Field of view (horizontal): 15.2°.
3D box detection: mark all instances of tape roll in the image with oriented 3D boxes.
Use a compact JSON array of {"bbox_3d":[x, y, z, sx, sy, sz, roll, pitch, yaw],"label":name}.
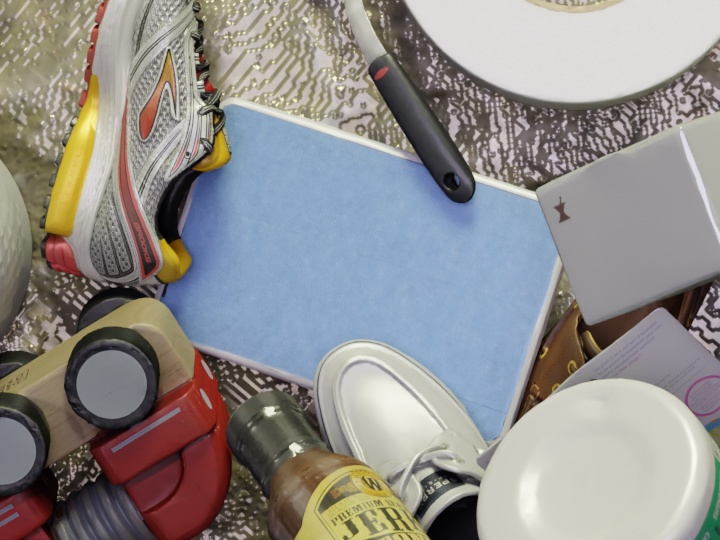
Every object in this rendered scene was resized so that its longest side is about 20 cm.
[{"bbox_3d":[0.108,-0.183,1.374,0.201,0.037,0.205,0,88,4],"label":"tape roll"}]

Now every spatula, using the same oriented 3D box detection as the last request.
[{"bbox_3d":[0.005,-0.120,1.366,0.056,0.020,0.201,-38,74,35],"label":"spatula"}]

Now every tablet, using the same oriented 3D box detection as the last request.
[{"bbox_3d":[0.000,0.000,1.370,0.199,0.014,0.131,18,89,13],"label":"tablet"}]

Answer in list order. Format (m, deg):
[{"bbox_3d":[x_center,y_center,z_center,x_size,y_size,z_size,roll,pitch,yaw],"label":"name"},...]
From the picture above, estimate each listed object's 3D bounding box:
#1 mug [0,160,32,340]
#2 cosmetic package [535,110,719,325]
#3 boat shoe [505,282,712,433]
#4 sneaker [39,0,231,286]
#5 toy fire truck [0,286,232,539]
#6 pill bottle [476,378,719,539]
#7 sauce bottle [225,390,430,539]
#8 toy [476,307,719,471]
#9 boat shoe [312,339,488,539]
[{"bbox_3d":[-0.243,-0.039,1.317,0.146,0.175,0.202,7,88,3],"label":"mug"},{"bbox_3d":[0.191,-0.042,1.279,0.199,0.101,0.072,-18,86,-41],"label":"cosmetic package"},{"bbox_3d":[0.119,0.051,1.348,0.072,0.068,0.201,27,90,4],"label":"boat shoe"},{"bbox_3d":[-0.096,-0.088,1.363,0.082,0.078,0.202,16,98,9],"label":"sneaker"},{"bbox_3d":[-0.129,0.139,1.345,0.175,0.129,0.201,-31,105,5],"label":"toy fire truck"},{"bbox_3d":[0.142,0.146,1.236,0.112,0.200,0.114,-17,50,21],"label":"pill bottle"},{"bbox_3d":[-0.003,0.131,1.256,0.065,0.065,0.200,-42,49,1],"label":"sauce bottle"},{"bbox_3d":[0.152,0.096,1.311,0.115,0.047,0.200,-41,124,12],"label":"toy"},{"bbox_3d":[0.043,0.111,1.302,0.073,0.065,0.200,-37,74,-6],"label":"boat shoe"}]
